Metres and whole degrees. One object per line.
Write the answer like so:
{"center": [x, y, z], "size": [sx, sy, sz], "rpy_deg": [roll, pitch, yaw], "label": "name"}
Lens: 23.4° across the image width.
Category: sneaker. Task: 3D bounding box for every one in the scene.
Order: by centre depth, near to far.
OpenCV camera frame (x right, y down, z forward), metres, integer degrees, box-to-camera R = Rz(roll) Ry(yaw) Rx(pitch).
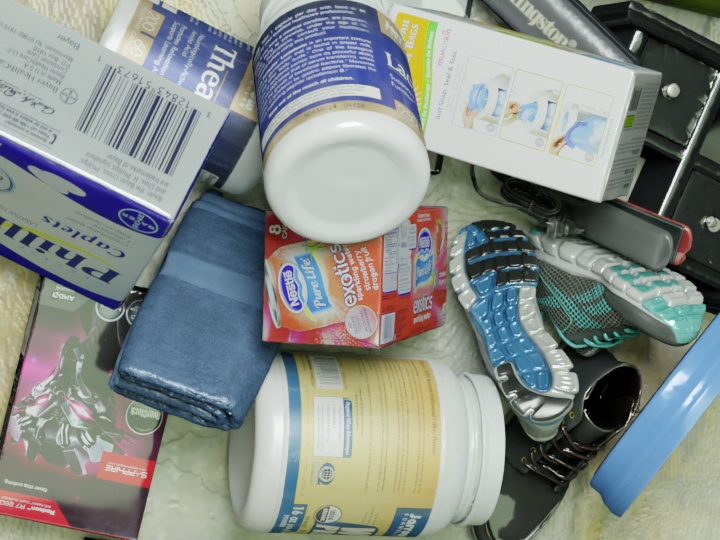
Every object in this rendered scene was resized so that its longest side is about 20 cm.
{"center": [0.204, 0.032, 1.417], "size": [0.077, 0.200, 0.092], "rpy_deg": [0, 109, -29], "label": "sneaker"}
{"center": [0.121, 0.052, 1.431], "size": [0.075, 0.087, 0.201], "rpy_deg": [-13, 59, -3], "label": "sneaker"}
{"center": [0.158, 0.152, 1.451], "size": [0.075, 0.106, 0.201], "rpy_deg": [26, 88, -15], "label": "sneaker"}

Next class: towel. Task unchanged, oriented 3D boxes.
{"center": [-0.111, 0.030, 1.345], "size": [0.111, 0.049, 0.200], "rpy_deg": [21, 49, 1], "label": "towel"}

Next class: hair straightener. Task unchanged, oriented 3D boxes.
{"center": [0.167, -0.054, 1.410], "size": [0.200, 0.077, 0.041], "rpy_deg": [31, 115, 25], "label": "hair straightener"}

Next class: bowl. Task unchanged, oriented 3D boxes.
{"center": [0.254, 0.108, 1.396], "size": [0.039, 0.201, 0.201], "rpy_deg": [38, 85, 11], "label": "bowl"}

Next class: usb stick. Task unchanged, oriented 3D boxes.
{"center": [0.143, -0.211, 1.398], "size": [0.200, 0.033, 0.055], "rpy_deg": [45, 106, 7], "label": "usb stick"}

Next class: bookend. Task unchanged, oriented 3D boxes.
{"center": [0.256, -0.093, 1.460], "size": [0.199, 0.092, 0.199], "rpy_deg": [25, 89, -14], "label": "bookend"}

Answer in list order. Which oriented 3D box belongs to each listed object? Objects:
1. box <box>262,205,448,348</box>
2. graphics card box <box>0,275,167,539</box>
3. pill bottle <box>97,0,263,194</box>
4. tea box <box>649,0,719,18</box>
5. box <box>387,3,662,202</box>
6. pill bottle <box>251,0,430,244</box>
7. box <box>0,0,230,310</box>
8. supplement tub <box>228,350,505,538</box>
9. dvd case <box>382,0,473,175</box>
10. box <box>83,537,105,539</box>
{"center": [0.000, 0.000, 1.344], "size": [0.095, 0.200, 0.100], "rpy_deg": [3, 95, 17], "label": "box"}
{"center": [-0.215, 0.106, 1.384], "size": [0.125, 0.051, 0.201], "rpy_deg": [15, 90, -14], "label": "graphics card box"}
{"center": [-0.115, -0.128, 1.350], "size": [0.199, 0.111, 0.111], "rpy_deg": [26, 89, -11], "label": "pill bottle"}
{"center": [0.275, -0.285, 1.392], "size": [0.196, 0.200, 0.134], "rpy_deg": [12, 92, -16], "label": "tea box"}
{"center": [0.116, -0.131, 1.345], "size": [0.199, 0.112, 0.102], "rpy_deg": [18, 101, 18], "label": "box"}
{"center": [-0.019, -0.125, 1.243], "size": [0.115, 0.201, 0.116], "rpy_deg": [-5, 136, -5], "label": "pill bottle"}
{"center": [-0.218, -0.079, 1.271], "size": [0.183, 0.200, 0.105], "rpy_deg": [27, 65, -8], "label": "box"}
{"center": [0.002, 0.139, 1.392], "size": [0.199, 0.145, 0.145], "rpy_deg": [4, 94, -14], "label": "supplement tub"}
{"center": [0.017, -0.189, 1.430], "size": [0.142, 0.018, 0.201], "rpy_deg": [10, 92, -14], "label": "dvd case"}
{"center": [-0.142, 0.304, 1.429], "size": [0.199, 0.036, 0.144], "rpy_deg": [11, 93, -13], "label": "box"}
